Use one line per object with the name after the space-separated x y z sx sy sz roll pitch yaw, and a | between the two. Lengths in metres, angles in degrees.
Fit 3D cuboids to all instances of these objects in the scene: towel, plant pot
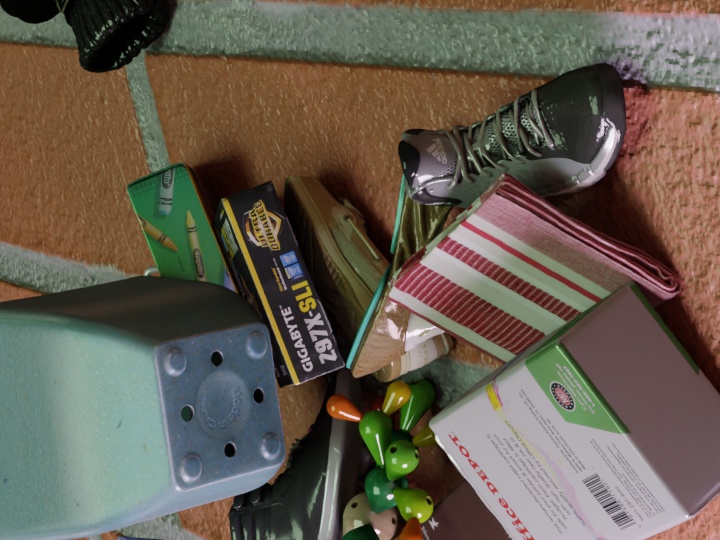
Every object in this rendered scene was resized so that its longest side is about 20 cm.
0.115 0.010 1.470 0.144 0.023 0.200 30 151 -10 | towel
-0.169 0.109 1.697 0.200 0.196 0.197 -4 95 47 | plant pot

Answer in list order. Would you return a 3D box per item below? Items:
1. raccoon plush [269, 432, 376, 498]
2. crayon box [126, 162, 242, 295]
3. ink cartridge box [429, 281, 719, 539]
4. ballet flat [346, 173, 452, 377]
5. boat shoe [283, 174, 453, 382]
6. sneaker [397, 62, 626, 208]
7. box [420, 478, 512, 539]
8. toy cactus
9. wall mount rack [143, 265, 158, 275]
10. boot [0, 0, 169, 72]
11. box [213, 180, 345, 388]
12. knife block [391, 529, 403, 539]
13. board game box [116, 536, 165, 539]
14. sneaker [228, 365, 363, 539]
-0.032 0.205 1.888 0.097 0.134 0.200 38 174 18 | raccoon plush
-0.142 0.008 1.877 0.119 0.058 0.200 -158 46 -88 | crayon box
0.155 0.114 1.455 0.145 0.084 0.200 53 149 2 | ink cartridge box
0.048 0.000 1.573 0.072 0.068 0.200 19 110 6 | ballet flat
0.001 -0.001 1.699 0.201 0.063 0.073 56 156 33 | boat shoe
0.088 -0.080 1.417 0.200 0.115 0.075 139 125 -59 | sneaker
0.108 0.211 1.634 0.100 0.075 0.200 60 148 15 | box
0.006 0.183 1.682 0.165 0.102 0.200 110 171 -56 | toy cactus
-0.181 0.095 1.976 0.200 0.074 0.174 -64 -32 -67 | wall mount rack
-0.257 -0.242 1.930 0.158 0.079 0.211 61 149 12 | boot
-0.070 0.016 1.753 0.200 0.049 0.160 150 100 -83 | box
0.062 0.340 1.788 0.176 0.064 0.200 40 140 39 | knife block
-0.119 0.278 1.800 0.200 0.199 0.062 -110 42 -86 | board game box
-0.057 0.173 1.766 0.099 0.071 0.201 8 86 17 | sneaker
